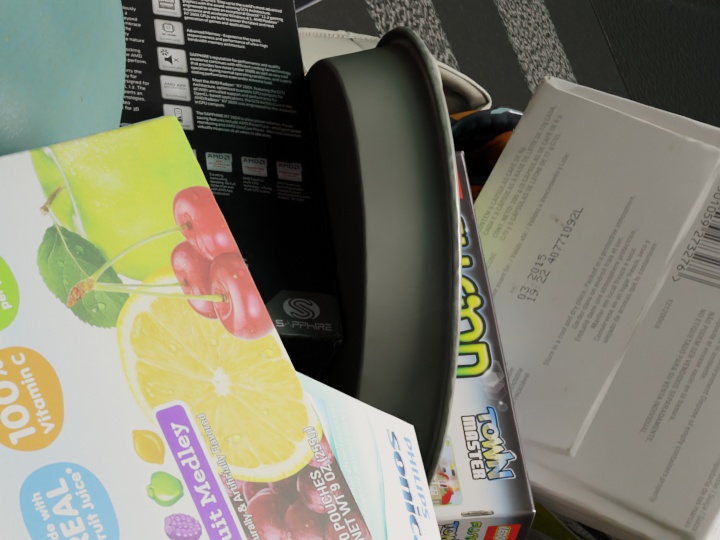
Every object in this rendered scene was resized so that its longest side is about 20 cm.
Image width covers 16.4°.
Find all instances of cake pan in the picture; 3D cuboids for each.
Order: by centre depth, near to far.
[{"bbox_3d":[0.000,0.000,1.028,0.200,0.037,0.201,180,-90,-77],"label":"cake pan"}]

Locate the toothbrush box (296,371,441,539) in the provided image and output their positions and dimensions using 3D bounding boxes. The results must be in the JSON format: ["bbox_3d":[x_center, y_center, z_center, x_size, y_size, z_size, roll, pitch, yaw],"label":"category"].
[{"bbox_3d":[-0.079,0.092,0.836,0.200,0.146,0.086,29,42,-58],"label":"toothbrush box"}]

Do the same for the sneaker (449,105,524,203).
[{"bbox_3d":[0.068,-0.023,1.338,0.200,0.112,0.078,25,45,-59],"label":"sneaker"}]

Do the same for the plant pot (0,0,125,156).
[{"bbox_3d":[-0.164,-0.076,0.764,0.201,0.200,0.161,-91,160,-46],"label":"plant pot"}]

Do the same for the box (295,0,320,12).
[{"bbox_3d":[-0.064,-0.254,1.281,0.200,0.107,0.149,42,31,-44],"label":"box"}]

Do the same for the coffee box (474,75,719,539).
[{"bbox_3d":[0.162,0.056,1.236,0.200,0.200,0.198,-60,143,-12],"label":"coffee box"}]

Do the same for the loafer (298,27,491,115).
[{"bbox_3d":[0.008,-0.099,1.335,0.200,0.070,0.070,8,60,-65],"label":"loafer"}]

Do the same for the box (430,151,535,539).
[{"bbox_3d":[0.009,0.036,1.151,0.035,0.110,0.201,104,-19,-55],"label":"box"}]

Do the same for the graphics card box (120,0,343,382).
[{"bbox_3d":[-0.081,-0.045,1.016,0.125,0.051,0.201,5,52,-21],"label":"graphics card box"}]

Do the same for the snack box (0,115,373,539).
[{"bbox_3d":[-0.108,0.049,0.657,0.200,0.053,0.143,-17,75,-38],"label":"snack box"}]
